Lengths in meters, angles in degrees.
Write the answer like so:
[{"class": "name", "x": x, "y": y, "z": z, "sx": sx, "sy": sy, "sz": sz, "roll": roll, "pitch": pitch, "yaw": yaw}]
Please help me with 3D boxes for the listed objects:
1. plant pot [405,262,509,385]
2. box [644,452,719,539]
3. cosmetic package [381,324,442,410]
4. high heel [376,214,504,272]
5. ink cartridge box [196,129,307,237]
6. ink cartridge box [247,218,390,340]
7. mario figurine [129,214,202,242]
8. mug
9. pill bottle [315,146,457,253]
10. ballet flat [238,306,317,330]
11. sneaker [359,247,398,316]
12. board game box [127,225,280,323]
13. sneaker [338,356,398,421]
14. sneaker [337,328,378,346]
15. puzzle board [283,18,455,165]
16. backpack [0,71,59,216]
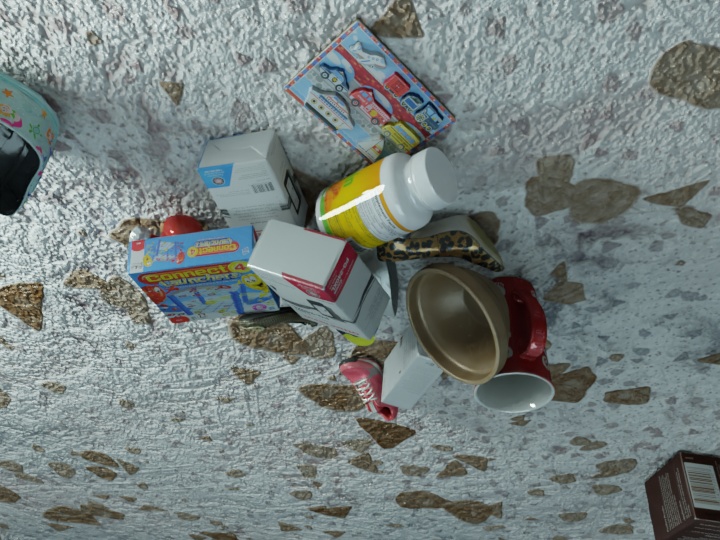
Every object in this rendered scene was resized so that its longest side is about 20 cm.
[{"class": "plant pot", "x": 0.171, "y": 0.071, "z": 1.058, "sx": 0.199, "sy": 0.092, "sz": 0.205, "roll": 34, "pitch": 139, "yaw": 35}, {"class": "box", "x": 0.835, "y": 0.576, "z": 1.635, "sx": 0.160, "sy": 0.169, "sz": 0.202, "roll": 7, "pitch": 141, "yaw": -3}, {"class": "cosmetic package", "x": 0.107, "y": 0.185, "z": 1.321, "sx": 0.072, "sy": 0.103, "sz": 0.201, "roll": 17, "pitch": 138, "yaw": -12}, {"class": "high heel", "x": 0.127, "y": -0.026, "z": 1.062, "sx": 0.199, "sy": 0.072, "sz": 0.142, "roll": 37, "pitch": 115, "yaw": -22}, {"class": "ink cartridge box", "x": -0.155, "y": -0.112, "z": 1.025, "sx": 0.113, "sy": 0.069, "sz": 0.202, "roll": -4, "pitch": 139, "yaw": 15}, {"class": "ink cartridge box", "x": -0.058, "y": 0.019, "z": 1.012, "sx": 0.142, "sy": 0.085, "sz": 0.200, "roll": 15, "pitch": 160, "yaw": 29}, {"class": "mario figurine", "x": -0.334, "y": -0.016, "z": 1.131, "sx": 0.121, "sy": 0.108, "sz": 0.200, "roll": -12, "pitch": 162, "yaw": -36}, {"class": "mug", "x": 0.273, "y": 0.114, "z": 1.132, "sx": 0.132, "sy": 0.204, "sz": 0.177, "roll": 30, "pitch": 135, "yaw": -27}, {"class": "pill bottle", "x": 0.038, "y": -0.102, "z": 0.963, "sx": 0.197, "sy": 0.113, "sz": 0.111, "roll": -21, "pitch": 134, "yaw": 36}, {"class": "ballet flat", "x": -0.137, "y": 0.089, "z": 1.199, "sx": 0.066, "sy": 0.048, "sz": 0.198, "roll": 2, "pitch": -175, "yaw": 38}, {"class": "sneaker", "x": 0.000, "y": 0.000, "z": 1.143, "sx": 0.113, "sy": 0.075, "sz": 0.203, "roll": -4, "pitch": 130, "yaw": 15}, {"class": "board game box", "x": -0.244, "y": 0.012, "z": 1.067, "sx": 0.194, "sy": 0.057, "sz": 0.197, "roll": -8, "pitch": 153, "yaw": 3}, {"class": "sneaker", "x": 0.027, "y": 0.258, "z": 1.429, "sx": 0.073, "sy": 0.088, "sz": 0.200, "roll": -24, "pitch": 132, "yaw": 31}, {"class": "sneaker", "x": -0.042, "y": 0.048, "z": 1.205, "sx": 0.199, "sy": 0.083, "sz": 0.074, "roll": 43, "pitch": 141, "yaw": -10}, {"class": "puzzle board", "x": 0.014, "y": -0.227, "z": 0.906, "sx": 0.149, "sy": 0.018, "sz": 0.199, "roll": -30, "pitch": 128, "yaw": 35}, {"class": "backpack", "x": -0.516, "y": -0.190, "z": 0.916, "sx": 0.175, "sy": 0.154, "sz": 0.198, "roll": 28, "pitch": 143, "yaw": -28}]
